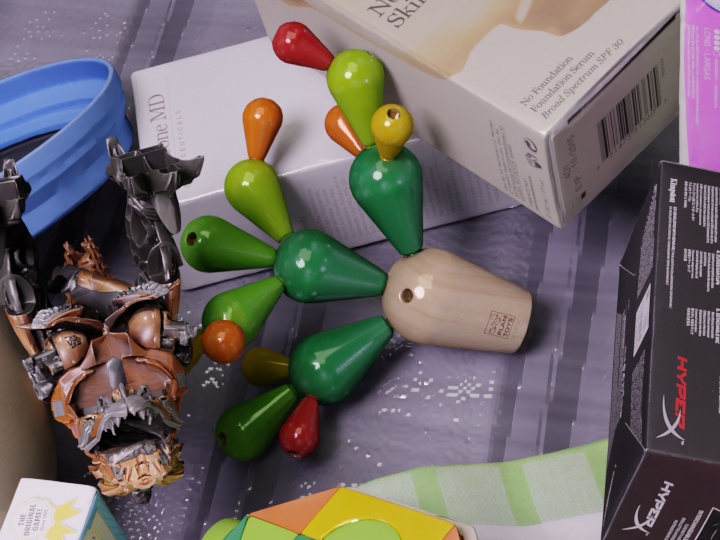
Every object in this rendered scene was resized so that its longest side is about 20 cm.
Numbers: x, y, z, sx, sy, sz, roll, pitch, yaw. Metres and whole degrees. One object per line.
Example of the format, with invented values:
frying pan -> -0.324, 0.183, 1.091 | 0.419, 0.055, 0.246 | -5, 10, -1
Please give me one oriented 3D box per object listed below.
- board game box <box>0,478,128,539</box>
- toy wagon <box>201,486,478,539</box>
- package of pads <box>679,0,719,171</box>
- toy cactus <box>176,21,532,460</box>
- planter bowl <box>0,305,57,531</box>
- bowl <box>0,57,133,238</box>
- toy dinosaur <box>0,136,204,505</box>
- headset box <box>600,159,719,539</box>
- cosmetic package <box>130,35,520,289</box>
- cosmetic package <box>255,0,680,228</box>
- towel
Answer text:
board game box -> -0.127, 0.201, 0.664 | 0.034, 0.135, 0.200 | 5, 55, 17
toy wagon -> -0.033, 0.161, 0.628 | 0.155, 0.040, 0.200 | 12, 44, 38
package of pads -> 0.218, -0.074, 0.740 | 0.154, 0.200, 0.068 | 13, 53, 22
toy cactus -> 0.000, 0.000, 0.790 | 0.165, 0.102, 0.201 | 15, 89, -10
planter bowl -> -0.209, 0.100, 0.739 | 0.200, 0.200, 0.135 | -37, 77, -14
bowl -> -0.206, -0.042, 0.872 | 0.200, 0.039, 0.201 | -22, 23, 10
toy dinosaur -> -0.116, 0.022, 0.728 | 0.102, 0.136, 0.200 | -22, 24, -29
headset box -> 0.206, 0.050, 0.699 | 0.199, 0.077, 0.149 | 11, 52, -2
cosmetic package -> -0.010, -0.070, 0.876 | 0.199, 0.074, 0.102 | -14, 51, 2
cosmetic package -> 0.049, -0.118, 0.807 | 0.200, 0.071, 0.105 | 34, 69, 31
towel -> 0.081, 0.138, 0.678 | 0.149, 0.031, 0.200 | -8, 35, -7
